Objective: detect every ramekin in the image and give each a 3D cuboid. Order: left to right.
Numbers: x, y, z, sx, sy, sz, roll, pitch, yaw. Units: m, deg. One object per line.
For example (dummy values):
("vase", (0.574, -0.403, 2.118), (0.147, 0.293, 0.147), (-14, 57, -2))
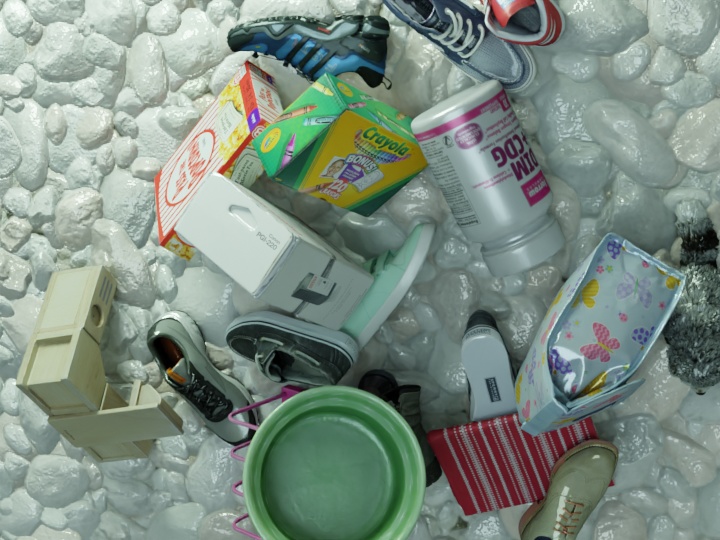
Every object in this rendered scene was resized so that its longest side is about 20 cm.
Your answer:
("ramekin", (-0.032, 0.232, 1.383), (0.198, 0.098, 0.202), (1, 79, -6))

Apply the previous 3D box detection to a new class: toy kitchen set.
("toy kitchen set", (-0.304, 0.122, 1.623), (0.162, 0.182, 0.200), (-8, 140, 21))

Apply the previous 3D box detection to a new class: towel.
("towel", (0.191, 0.224, 1.496), (0.198, 0.023, 0.145), (-14, 124, 17))

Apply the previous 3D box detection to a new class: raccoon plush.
("raccoon plush", (0.360, 0.035, 1.372), (0.096, 0.134, 0.201), (-19, 97, 21))

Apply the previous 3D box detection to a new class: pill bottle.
("pill bottle", (0.148, -0.102, 1.410), (0.113, 0.113, 0.201), (-24, 101, 20))

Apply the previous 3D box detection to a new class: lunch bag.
("lunch bag", (0.251, 0.087, 1.360), (0.127, 0.170, 0.201), (33, 72, 7))

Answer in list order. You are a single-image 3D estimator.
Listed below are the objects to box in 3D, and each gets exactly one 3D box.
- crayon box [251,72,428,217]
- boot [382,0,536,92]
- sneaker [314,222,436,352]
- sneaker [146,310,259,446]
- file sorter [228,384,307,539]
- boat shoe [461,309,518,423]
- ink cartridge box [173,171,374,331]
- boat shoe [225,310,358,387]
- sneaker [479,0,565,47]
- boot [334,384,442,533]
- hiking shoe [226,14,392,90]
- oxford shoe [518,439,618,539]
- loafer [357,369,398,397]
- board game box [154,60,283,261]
("crayon box", (-0.014, -0.137, 1.408), (0.119, 0.199, 0.058), (-40, 61, 21))
("boot", (0.106, -0.264, 1.399), (0.199, 0.090, 0.073), (36, 110, 6))
("sneaker", (0.000, 0.000, 1.499), (0.118, 0.074, 0.201), (36, 113, -1))
("sneaker", (-0.207, 0.147, 1.596), (0.074, 0.079, 0.201), (-37, 92, 19))
("file sorter", (-0.080, 0.265, 1.536), (0.138, 0.125, 0.202), (11, 108, 41))
("boat shoe", (0.157, 0.139, 1.495), (0.071, 0.068, 0.201), (-10, 122, 11))
("ink cartridge box", (-0.093, -0.019, 1.406), (0.145, 0.200, 0.085), (38, 93, 28))
("boat shoe", (-0.098, 0.100, 1.526), (0.199, 0.071, 0.072), (4, 133, 38))
("sneaker", (0.139, -0.318, 1.364), (0.200, 0.112, 0.071), (41, 110, 4))
("boot", (0.007, 0.224, 1.479), (0.067, 0.199, 0.132), (4, 118, 50))
("hiking shoe", (-0.063, -0.253, 1.460), (0.198, 0.074, 0.087), (3, 103, 16))
("oxford shoe", (0.249, 0.282, 1.472), (0.070, 0.074, 0.201), (18, 126, -6))
("loafer", (0.017, 0.227, 1.557), (0.071, 0.063, 0.202), (0, 103, 14))
("board game box", (-0.168, -0.131, 1.481), (0.046, 0.152, 0.200), (30, 113, -29))
